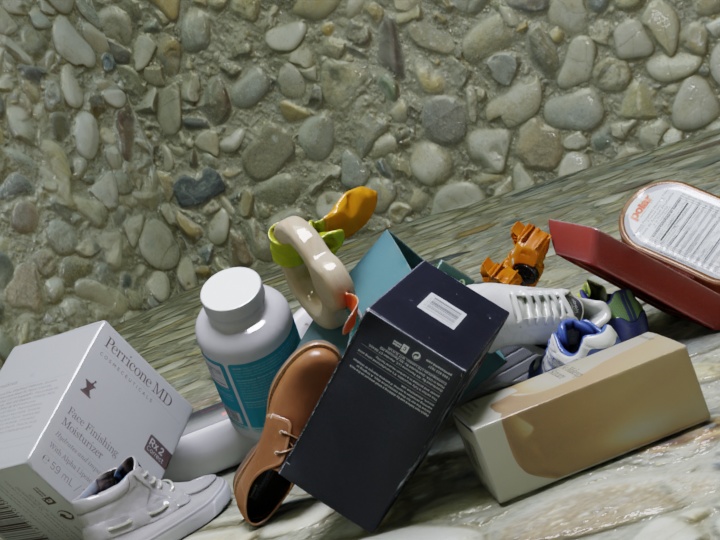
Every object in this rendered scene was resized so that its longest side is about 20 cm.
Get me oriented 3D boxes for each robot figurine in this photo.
[{"bbox_3d":[0.165,0.037,1.571,0.145,0.058,0.200,-47,-16,-34],"label":"robot figurine"}]

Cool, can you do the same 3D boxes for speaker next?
[{"bbox_3d":[-0.186,0.208,1.591,0.199,0.082,0.081,-20,7,-5],"label":"speaker"}]

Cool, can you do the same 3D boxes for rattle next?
[{"bbox_3d":[0.000,0.000,1.349,0.142,0.131,0.200,-12,19,-25],"label":"rattle"}]

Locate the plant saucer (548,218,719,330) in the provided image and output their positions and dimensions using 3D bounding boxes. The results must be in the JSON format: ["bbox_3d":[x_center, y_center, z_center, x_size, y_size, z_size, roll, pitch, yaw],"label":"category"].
[{"bbox_3d":[0.309,0.007,1.459,0.037,0.199,0.200,-62,8,2],"label":"plant saucer"}]

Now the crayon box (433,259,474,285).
[{"bbox_3d":[0.067,0.070,1.612,0.126,0.051,0.200,-59,1,-15],"label":"crayon box"}]

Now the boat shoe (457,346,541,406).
[{"bbox_3d":[0.141,0.101,1.493,0.199,0.072,0.071,-23,11,-4],"label":"boat shoe"}]

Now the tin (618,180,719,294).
[{"bbox_3d":[0.392,-0.038,1.522,0.200,0.042,0.112,28,67,35],"label":"tin"}]

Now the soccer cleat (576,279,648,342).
[{"bbox_3d":[0.263,0.048,1.497,0.064,0.084,0.200,-18,6,-18],"label":"soccer cleat"}]

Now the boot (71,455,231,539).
[{"bbox_3d":[-0.216,0.236,1.381,0.073,0.096,0.200,-16,8,34],"label":"boot"}]

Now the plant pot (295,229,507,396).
[{"bbox_3d":[0.023,0.094,1.416,0.200,0.141,0.141,-45,31,11],"label":"plant pot"}]

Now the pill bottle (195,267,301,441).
[{"bbox_3d":[-0.120,0.092,1.484,0.110,0.200,0.111,-8,42,8],"label":"pill bottle"}]

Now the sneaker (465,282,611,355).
[{"bbox_3d":[0.175,0.043,1.361,0.080,0.077,0.200,-20,-17,41],"label":"sneaker"}]

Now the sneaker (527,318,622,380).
[{"bbox_3d":[0.220,0.086,1.321,0.075,0.088,0.200,-24,6,-17],"label":"sneaker"}]

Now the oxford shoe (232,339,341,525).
[{"bbox_3d":[-0.066,0.165,1.302,0.071,0.201,0.071,20,15,-13],"label":"oxford shoe"}]

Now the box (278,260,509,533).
[{"bbox_3d":[0.036,0.111,1.221,0.183,0.104,0.200,-61,-9,20],"label":"box"}]

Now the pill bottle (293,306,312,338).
[{"bbox_3d":[-0.048,0.110,1.681,0.109,0.110,0.200,-21,-11,-9],"label":"pill bottle"}]

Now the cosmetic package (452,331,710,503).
[{"bbox_3d":[0.191,0.126,1.156,0.199,0.071,0.105,-21,6,-6],"label":"cosmetic package"}]

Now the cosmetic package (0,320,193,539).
[{"bbox_3d":[-0.323,0.193,1.458,0.165,0.165,0.200,-15,38,36],"label":"cosmetic package"}]
